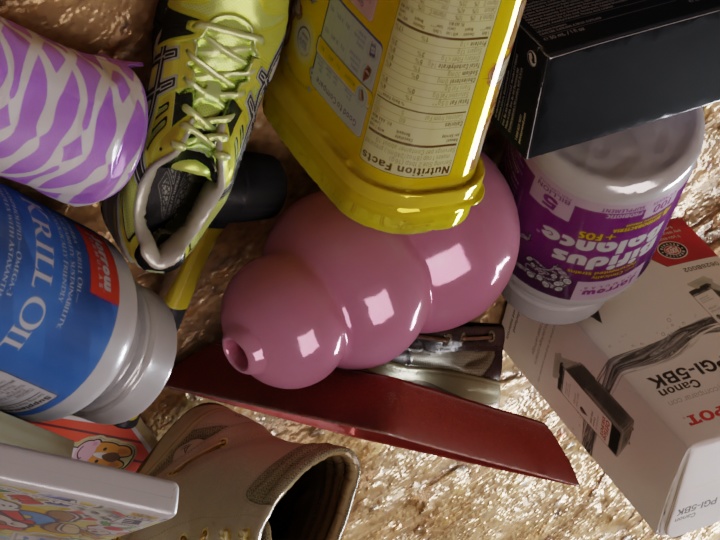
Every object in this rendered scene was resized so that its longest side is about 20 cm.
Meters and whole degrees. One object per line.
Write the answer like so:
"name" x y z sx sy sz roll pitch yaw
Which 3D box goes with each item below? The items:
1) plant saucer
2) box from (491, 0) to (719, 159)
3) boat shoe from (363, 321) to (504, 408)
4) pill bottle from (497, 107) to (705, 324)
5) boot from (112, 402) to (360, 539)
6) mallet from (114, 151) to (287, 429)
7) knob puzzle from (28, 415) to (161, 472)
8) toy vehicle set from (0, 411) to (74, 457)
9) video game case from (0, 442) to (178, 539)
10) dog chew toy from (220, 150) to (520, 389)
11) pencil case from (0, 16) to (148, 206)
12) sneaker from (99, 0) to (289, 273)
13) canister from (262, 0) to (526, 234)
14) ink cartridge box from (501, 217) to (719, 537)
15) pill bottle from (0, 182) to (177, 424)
"plant saucer" 0.009 0.087 1.405 0.199 0.199 0.037 20 81 -47
"box" 0.144 -0.155 1.286 0.199 0.141 0.079 -17 140 -26
"boat shoe" 0.021 0.036 1.451 0.199 0.072 0.072 19 85 -39
"pill bottle" 0.137 -0.047 1.390 0.112 0.113 0.200 -24 157 -18
"boot" -0.098 0.175 1.363 0.072 0.154 0.200 48 68 -32
"mallet" -0.114 0.013 1.324 0.066 0.041 0.201 8 122 -43
"knob puzzle" -0.196 0.162 1.415 0.219 0.030 0.221 -23 139 -21
"toy vehicle set" -0.264 0.077 1.209 0.200 0.124 0.027 30 65 -51
"video game case" -0.226 0.121 1.229 0.199 0.023 0.182 15 158 -28
"dog chew toy" 0.000 0.000 1.315 0.200 0.124 0.125 -35 145 -32
"pencil case" -0.193 -0.098 1.123 0.200 0.084 0.086 27 65 -50
"sneaker" -0.079 -0.089 1.200 0.075 0.076 0.201 10 111 -21
"canister" 0.025 -0.143 1.196 0.086 0.149 0.201 -8 131 -30
"ink cartridge box" 0.208 0.066 1.511 0.146 0.200 0.083 -14 135 -29
"pill bottle" -0.190 0.016 1.208 0.112 0.112 0.200 -47 143 11
